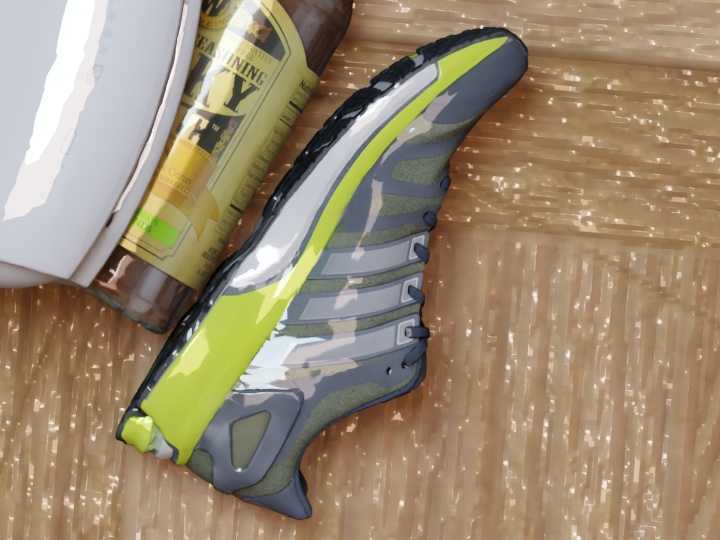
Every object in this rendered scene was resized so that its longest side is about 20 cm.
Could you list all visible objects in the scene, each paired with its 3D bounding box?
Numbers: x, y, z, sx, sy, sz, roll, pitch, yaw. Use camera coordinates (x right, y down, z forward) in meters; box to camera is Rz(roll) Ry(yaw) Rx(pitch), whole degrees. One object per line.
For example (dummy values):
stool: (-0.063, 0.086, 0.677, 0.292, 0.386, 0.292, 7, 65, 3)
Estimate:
sauce bottle: (-0.045, -0.077, 1.041, 0.065, 0.065, 0.201, 29, 88, -2)
photo printer: (-0.153, -0.086, 1.003, 0.199, 0.069, 0.167, 14, 86, 18)
sneaker: (0.000, 0.000, 1.045, 0.081, 0.074, 0.200, 37, 96, -8)
